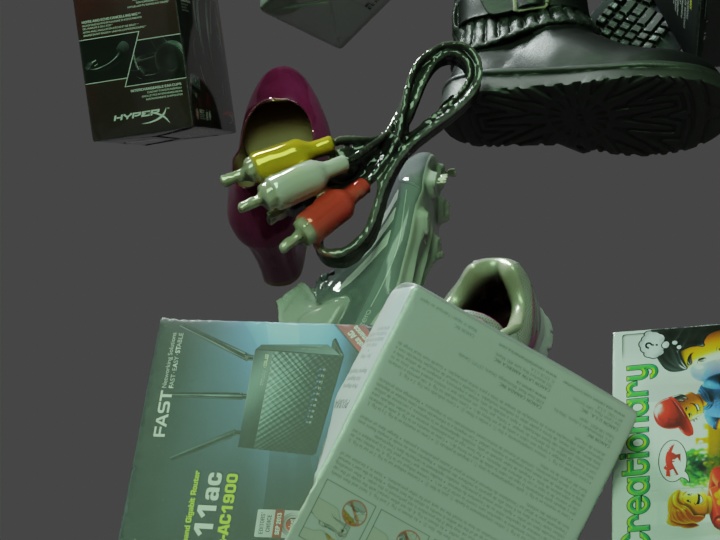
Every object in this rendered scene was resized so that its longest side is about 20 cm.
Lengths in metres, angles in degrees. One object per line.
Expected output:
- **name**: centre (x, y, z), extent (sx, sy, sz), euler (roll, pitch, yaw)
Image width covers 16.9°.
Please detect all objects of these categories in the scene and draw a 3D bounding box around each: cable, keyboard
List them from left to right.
- **cable**: centre (0.012, -0.077, 1.588), extent (0.200, 0.050, 0.097), euler (-36, 68, -12)
- **keyboard**: centre (0.168, -0.171, 1.744), extent (0.127, 0.021, 0.200), euler (23, 59, 31)

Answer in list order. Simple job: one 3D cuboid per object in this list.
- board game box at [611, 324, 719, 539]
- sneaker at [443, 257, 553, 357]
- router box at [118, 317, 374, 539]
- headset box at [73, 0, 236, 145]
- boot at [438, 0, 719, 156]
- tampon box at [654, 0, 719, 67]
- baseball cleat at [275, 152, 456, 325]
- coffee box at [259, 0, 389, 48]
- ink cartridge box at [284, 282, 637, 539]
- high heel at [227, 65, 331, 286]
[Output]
- **board game box**: centre (0.216, 0.119, 1.466), extent (0.126, 0.035, 0.200), euler (-6, 49, 12)
- **sneaker**: centre (0.064, 0.072, 1.513), extent (0.081, 0.088, 0.200), euler (2, 51, 17)
- **router box**: centre (-0.062, 0.130, 1.486), extent (0.149, 0.062, 0.201), euler (1, 64, 17)
- **headset box**: centre (-0.149, -0.191, 1.700), extent (0.077, 0.149, 0.201), euler (-7, 90, 8)
- **boot**: centre (0.157, -0.166, 1.679), extent (0.210, 0.080, 0.158), euler (4, 54, 11)
- **tampon box**: centre (0.272, -0.261, 1.705), extent (0.149, 0.126, 0.200), euler (-12, 46, -10)
- **baseball cleat**: centre (0.000, 0.000, 1.607), extent (0.106, 0.070, 0.200), euler (1, 49, 16)
- **coffee box**: centre (-0.016, -0.284, 1.810), extent (0.114, 0.080, 0.200), euler (-41, 38, 38)
- **ink cartridge box**: centre (0.049, 0.131, 1.434), extent (0.162, 0.057, 0.200), euler (30, 82, -11)
- **high heel**: centre (-0.060, -0.092, 1.685), extent (0.067, 0.096, 0.200), euler (-11, 48, 6)
